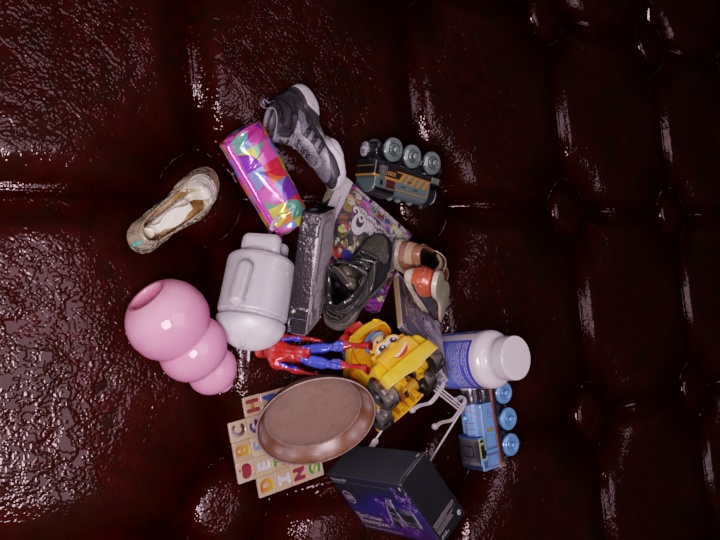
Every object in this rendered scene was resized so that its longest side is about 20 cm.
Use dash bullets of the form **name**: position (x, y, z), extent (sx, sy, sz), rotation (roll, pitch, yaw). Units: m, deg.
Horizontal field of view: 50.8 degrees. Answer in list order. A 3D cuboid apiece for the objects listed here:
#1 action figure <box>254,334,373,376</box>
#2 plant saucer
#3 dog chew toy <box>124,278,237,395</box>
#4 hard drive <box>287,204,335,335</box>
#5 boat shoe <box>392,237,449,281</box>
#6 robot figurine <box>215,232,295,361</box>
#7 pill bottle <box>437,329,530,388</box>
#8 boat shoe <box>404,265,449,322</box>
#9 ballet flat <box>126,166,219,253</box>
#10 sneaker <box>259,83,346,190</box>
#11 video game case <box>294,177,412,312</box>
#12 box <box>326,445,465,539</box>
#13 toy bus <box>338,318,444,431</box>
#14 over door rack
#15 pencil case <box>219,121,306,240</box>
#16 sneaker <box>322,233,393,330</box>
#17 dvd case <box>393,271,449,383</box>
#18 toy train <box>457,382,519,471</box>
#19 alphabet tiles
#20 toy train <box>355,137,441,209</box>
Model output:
- **action figure**: position (-0.080, 0.139, 1.238), extent (0.052, 0.199, 0.066), rotation (48, 47, -69)
- **plant saucer**: position (-0.075, 0.239, 1.241), extent (0.200, 0.200, 0.035), rotation (26, 24, -33)
- **dog chew toy**: position (-0.259, 0.109, 1.136), extent (0.125, 0.124, 0.200), rotation (-53, 124, -31)
- **hard drive**: position (-0.079, -0.004, 1.255), extent (0.140, 0.038, 0.201), rotation (-47, 147, -79)
- **boat shoe**: position (0.129, -0.006, 1.468), extent (0.200, 0.072, 0.076), rotation (23, 76, -56)
- **robot figurine**: position (-0.168, 0.042, 1.215), extent (0.170, 0.113, 0.201), rotation (49, 47, -66)
- **pill bottle**: position (0.223, 0.172, 1.459), extent (0.112, 0.200, 0.112), rotation (6, 80, -38)
- **boat shoe**: position (0.128, 0.044, 1.425), extent (0.200, 0.062, 0.071), rotation (57, 44, -66)
- **ballet flat**: position (-0.275, -0.098, 1.177), extent (0.200, 0.075, 0.068), rotation (-48, 112, -33)
- **sneaker**: position (-0.108, -0.222, 1.335), extent (0.114, 0.075, 0.200), rotation (-27, 95, -38)
- **video game case**: position (-0.008, -0.049, 1.411), extent (0.200, 0.036, 0.182), rotation (39, 62, -28)
- **box**: position (0.057, 0.378, 1.293), extent (0.079, 0.200, 0.141), rotation (-42, 109, -35)
- **toy bus**: position (0.032, 0.153, 1.312), extent (0.136, 0.200, 0.192), rotation (-34, 67, -23)
- **over door rack**: position (0.102, 0.290, 1.434), extent (0.148, 0.067, 0.200), rotation (39, 67, -26)
- **pencil case**: position (-0.158, -0.148, 1.274), extent (0.088, 0.088, 0.200), rotation (-36, 104, -37)
- **sneaker**: position (0.000, 0.000, 1.315), extent (0.076, 0.114, 0.200), rotation (29, 64, 14)
- **dvd case**: position (0.112, 0.102, 1.421), extent (0.149, 0.016, 0.200), rotation (50, 17, -22)
- **toy train**: position (0.254, 0.306, 1.540), extent (0.114, 0.087, 0.201), rotation (-8, 90, -33)
- **alphabet tiles**: position (-0.129, 0.283, 1.282), extent (0.200, 0.006, 0.167), rotation (-9, 90, -39)
- **toy train**: position (0.076, -0.188, 1.477), extent (0.200, 0.085, 0.114), rotation (12, 88, -39)
